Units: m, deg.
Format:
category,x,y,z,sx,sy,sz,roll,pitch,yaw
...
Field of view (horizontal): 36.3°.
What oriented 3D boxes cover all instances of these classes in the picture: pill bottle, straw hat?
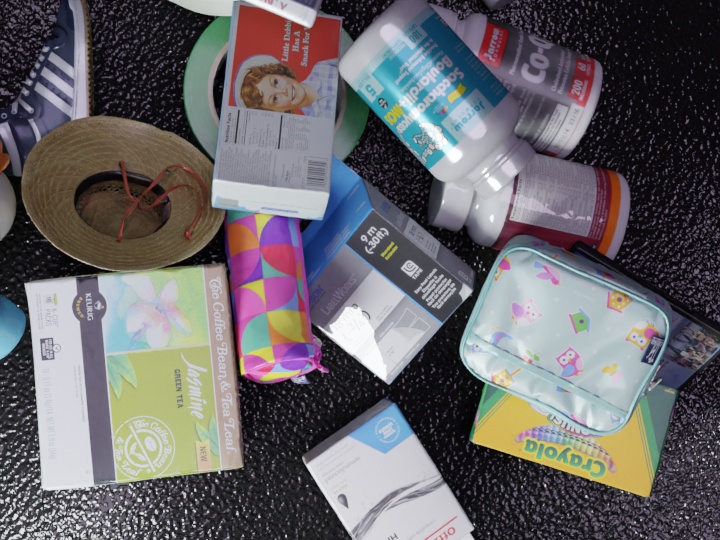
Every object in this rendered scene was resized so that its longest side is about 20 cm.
category,x,y,z,sx,sy,sz,roll,pitch,yaw
pill bottle,0.148,-0.206,1.184,0.198,0.114,0.115,20,85,-7
straw hat,-0.242,-0.055,1.109,0.199,0.085,0.203,11,54,-15
pill bottle,0.081,-0.165,1.081,0.111,0.111,0.200,-44,93,-7
pill bottle,0.179,-0.072,1.185,0.198,0.110,0.111,12,86,-7

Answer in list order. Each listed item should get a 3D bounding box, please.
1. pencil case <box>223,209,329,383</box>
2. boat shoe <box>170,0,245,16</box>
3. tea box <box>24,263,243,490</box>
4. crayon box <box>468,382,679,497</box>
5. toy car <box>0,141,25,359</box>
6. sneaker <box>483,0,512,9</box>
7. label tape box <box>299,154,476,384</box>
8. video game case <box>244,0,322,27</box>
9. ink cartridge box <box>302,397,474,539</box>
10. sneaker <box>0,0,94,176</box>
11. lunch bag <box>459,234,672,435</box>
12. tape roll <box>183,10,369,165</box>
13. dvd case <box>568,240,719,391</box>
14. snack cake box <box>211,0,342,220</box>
category,x,y,z,sx,sy,sz,roll,pitch,yaw
pencil case,-0.089,0.017,1.109,0.087,0.089,0.202,-9,70,-8
boat shoe,-0.195,-0.319,1.145,0.198,0.073,0.062,16,71,15
tea box,-0.223,0.102,1.108,0.195,0.134,0.202,-6,88,-9
crayon box,0.228,0.156,1.188,0.198,0.058,0.120,16,86,6
toy car,-0.407,-0.042,1.072,0.184,0.176,0.201,44,55,-38
sneaker,0.182,-0.386,1.224,0.200,0.073,0.112,-41,90,-16
label tape box,0.000,0.000,1.151,0.199,0.063,0.144,39,111,-5
video game case,-0.119,-0.317,1.119,0.181,0.201,0.023,21,118,-7
ink cartridge box,0.039,0.253,1.172,0.115,0.068,0.201,-34,93,-8
sneaker,-0.332,-0.191,1.138,0.107,0.070,0.202,0,91,-10
lunch bag,0.209,0.070,1.116,0.199,0.077,0.162,26,104,9
tape roll,-0.090,-0.188,1.183,0.198,0.048,0.203,0,87,-8
dvd case,0.279,0.065,1.191,0.199,0.143,0.018,30,40,-5
snack cake box,-0.083,-0.160,1.099,0.114,0.067,0.202,6,70,-6
